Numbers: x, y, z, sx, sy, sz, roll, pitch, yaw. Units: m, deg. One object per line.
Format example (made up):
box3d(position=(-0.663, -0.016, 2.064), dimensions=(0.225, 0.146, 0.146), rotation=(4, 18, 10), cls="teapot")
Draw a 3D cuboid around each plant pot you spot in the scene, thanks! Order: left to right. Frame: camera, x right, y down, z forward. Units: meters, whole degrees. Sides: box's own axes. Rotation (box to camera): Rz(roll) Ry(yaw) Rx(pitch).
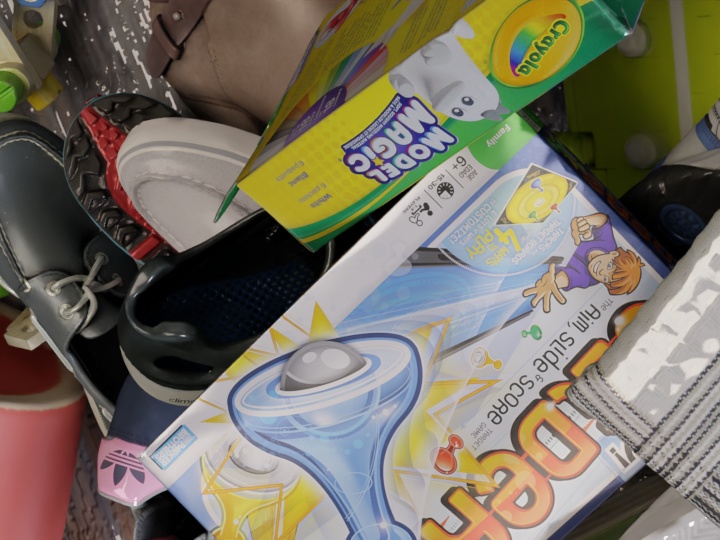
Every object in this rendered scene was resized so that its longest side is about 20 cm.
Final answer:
box3d(position=(-0.235, 0.110, 1.205), dimensions=(0.200, 0.200, 0.177), rotation=(33, 110, 28), cls="plant pot")

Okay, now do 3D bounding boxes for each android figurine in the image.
box3d(position=(0.156, -0.073, 0.931), dimensions=(0.200, 0.041, 0.182), rotation=(3, 104, 36), cls="android figurine")

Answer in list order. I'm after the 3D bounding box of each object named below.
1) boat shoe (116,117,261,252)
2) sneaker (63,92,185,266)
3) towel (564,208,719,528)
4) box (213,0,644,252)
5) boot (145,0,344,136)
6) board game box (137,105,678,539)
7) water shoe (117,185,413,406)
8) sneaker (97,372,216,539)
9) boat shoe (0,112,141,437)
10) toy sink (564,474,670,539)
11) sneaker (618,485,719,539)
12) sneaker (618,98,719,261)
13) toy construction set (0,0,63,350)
box3d(position=(-0.024, 0.009, 1.021), dimensions=(0.200, 0.069, 0.072), rotation=(36, 139, -13), cls="boat shoe")
box3d(position=(-0.061, -0.005, 1.110), dimensions=(0.079, 0.096, 0.200), rotation=(-32, 102, 3), cls="sneaker")
box3d(position=(0.199, 0.031, 0.772), dimensions=(0.193, 0.035, 0.200), rotation=(40, 110, 3), cls="towel")
box3d(position=(0.029, -0.085, 0.881), dimensions=(0.048, 0.117, 0.200), rotation=(44, 133, -17), cls="box")
box3d(position=(-0.025, -0.114, 1.039), dimensions=(0.200, 0.070, 0.146), rotation=(-23, 94, 46), cls="boot")
box3d(position=(0.032, 0.049, 0.892), dimensions=(0.135, 0.034, 0.200), rotation=(45, 104, 0), cls="board game box")
box3d(position=(0.000, 0.000, 0.951), dimensions=(0.072, 0.200, 0.079), rotation=(63, 167, 17), cls="water shoe")
box3d(position=(-0.070, 0.112, 1.073), dimensions=(0.070, 0.082, 0.200), rotation=(15, 152, 30), cls="sneaker")
box3d(position=(-0.123, 0.013, 1.126), dimensions=(0.062, 0.073, 0.200), rotation=(15, 135, 64), cls="boat shoe")
box3d(position=(0.154, 0.180, 0.939), dimensions=(0.200, 0.130, 0.112), rotation=(29, 118, 31), cls="toy sink")
box3d(position=(0.142, 0.089, 0.879), dimensions=(0.074, 0.116, 0.200), rotation=(44, 96, -5), cls="sneaker")
box3d(position=(0.163, -0.041, 0.869), dimensions=(0.076, 0.077, 0.200), rotation=(44, 143, -9), cls="sneaker")
box3d(position=(-0.185, -0.052, 1.187), dimensions=(0.131, 0.092, 0.200), rotation=(-11, 103, 15), cls="toy construction set")
